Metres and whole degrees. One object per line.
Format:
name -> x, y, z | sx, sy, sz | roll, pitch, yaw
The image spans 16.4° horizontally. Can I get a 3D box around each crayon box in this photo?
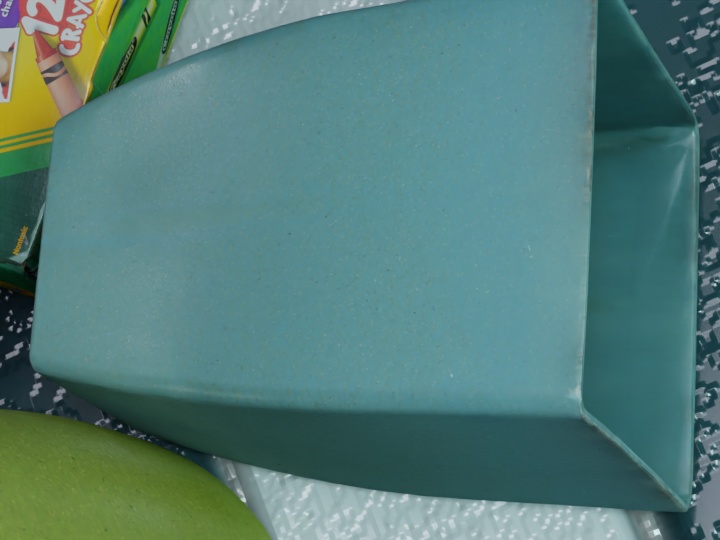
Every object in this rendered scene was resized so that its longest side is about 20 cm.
crayon box -> -0.134, -0.098, 0.938 | 0.118, 0.058, 0.201 | 15, 77, 17

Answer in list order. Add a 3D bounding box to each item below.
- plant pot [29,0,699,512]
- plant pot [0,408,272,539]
plant pot -> 0.000, 0.000, 0.837 | 0.199, 0.141, 0.142 | -4, 71, 20
plant pot -> -0.130, 0.118, 0.792 | 0.186, 0.200, 0.188 | -4, 72, 13
